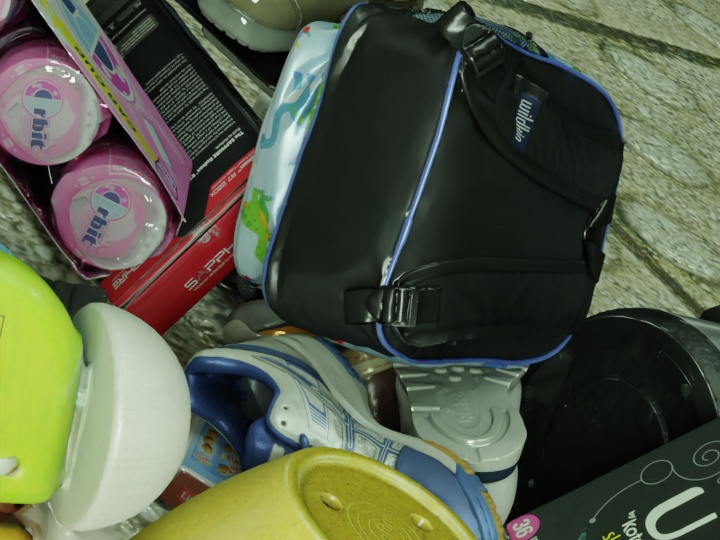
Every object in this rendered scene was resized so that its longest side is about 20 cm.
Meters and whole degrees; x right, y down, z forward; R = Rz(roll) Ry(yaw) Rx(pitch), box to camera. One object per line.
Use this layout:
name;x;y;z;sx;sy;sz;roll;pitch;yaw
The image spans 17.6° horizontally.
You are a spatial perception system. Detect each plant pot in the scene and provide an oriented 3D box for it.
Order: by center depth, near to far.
plant pot;-0.022;0.157;0.956;0.200;0.142;0.200;29;21;-12

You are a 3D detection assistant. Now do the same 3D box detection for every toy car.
toy car;-0.169;0.068;0.869;0.175;0.200;0.150;6;26;-23

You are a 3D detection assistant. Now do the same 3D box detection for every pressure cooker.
pressure cooker;0.198;0.113;1.331;0.200;0.176;0.179;13;22;-44

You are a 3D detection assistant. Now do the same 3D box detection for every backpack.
backpack;0.041;-0.045;1.230;0.147;0.183;0.200;19;5;37

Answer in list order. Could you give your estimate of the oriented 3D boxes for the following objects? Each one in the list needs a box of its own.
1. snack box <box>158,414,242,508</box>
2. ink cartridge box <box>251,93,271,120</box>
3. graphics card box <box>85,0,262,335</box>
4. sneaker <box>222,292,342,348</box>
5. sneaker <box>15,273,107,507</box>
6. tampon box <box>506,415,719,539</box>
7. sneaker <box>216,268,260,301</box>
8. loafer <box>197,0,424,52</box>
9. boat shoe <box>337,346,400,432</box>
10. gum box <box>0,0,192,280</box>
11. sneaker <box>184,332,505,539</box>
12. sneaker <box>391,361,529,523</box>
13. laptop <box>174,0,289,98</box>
snack box;-0.007;0.142;1.177;0.200;0.024;0.072;32;21;-6
ink cartridge box;0.033;-0.055;1.640;0.176;0.045;0.200;42;23;24
graphics card box;-0.124;-0.070;1.323;0.200;0.125;0.051;51;7;38
sneaker;0.000;0.000;1.342;0.200;0.078;0.077;-20;88;-36
sneaker;-0.173;0.049;1.091;0.091;0.076;0.200;23;13;-11
tampon box;0.200;0.163;1.140;0.126;0.200;0.150;60;4;-33
sneaker;-0.037;-0.006;1.401;0.200;0.078;0.140;26;22;4
loafer;-0.013;-0.171;1.343;0.075;0.070;0.200;39;27;15
boat shoe;0.045;0.066;1.380;0.200;0.072;0.072;-9;77;-64
gum box;-0.162;-0.095;1.191;0.200;0.066;0.114;56;7;-15
sneaker;-0.015;0.103;1.133;0.088;0.075;0.200;0;29;-44
sneaker;0.050;0.092;1.242;0.076;0.081;0.200;4;19;4
laptop;-0.074;-0.129;1.408;0.116;0.200;0.187;-35;64;-25
